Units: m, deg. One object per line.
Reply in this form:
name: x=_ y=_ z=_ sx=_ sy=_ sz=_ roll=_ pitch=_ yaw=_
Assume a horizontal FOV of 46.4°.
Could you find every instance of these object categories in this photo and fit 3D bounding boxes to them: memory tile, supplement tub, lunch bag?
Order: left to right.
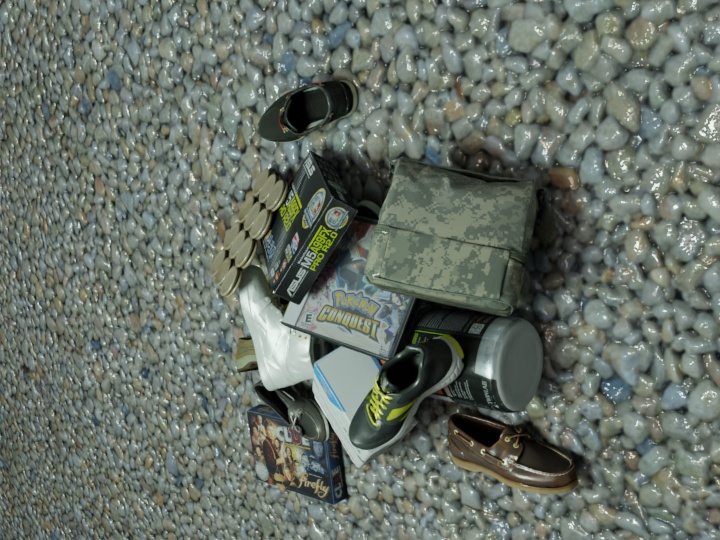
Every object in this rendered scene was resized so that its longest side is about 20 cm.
memory tile: x=-0.176 y=-0.062 z=1.323 sx=0.201 sy=0.017 sz=0.153 roll=-62 pitch=25 yaw=4
lunch bag: x=0.117 y=-0.044 z=1.033 sx=0.199 sy=0.139 sz=0.169 roll=12 pitch=86 yaw=10
supplement tub: x=0.130 y=0.114 z=1.118 sx=0.199 sy=0.122 sz=0.124 roll=6 pitch=106 yaw=41

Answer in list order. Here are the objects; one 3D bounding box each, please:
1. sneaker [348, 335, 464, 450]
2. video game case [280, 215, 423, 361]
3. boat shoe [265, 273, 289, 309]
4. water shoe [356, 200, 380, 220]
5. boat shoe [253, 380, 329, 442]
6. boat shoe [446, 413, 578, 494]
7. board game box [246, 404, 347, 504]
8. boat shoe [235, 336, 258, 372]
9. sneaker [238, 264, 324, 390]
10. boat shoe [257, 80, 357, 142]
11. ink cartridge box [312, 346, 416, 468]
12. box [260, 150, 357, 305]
sneaker: x=0.039 y=0.150 z=1.055 sx=0.200 sy=0.084 sz=0.075 roll=-51 pitch=54 yaw=22
video game case: x=0.000 y=0.017 z=1.159 sx=0.199 sy=0.025 sz=0.182 roll=15 pitch=78 yaw=36
boat shoe: x=-0.121 y=0.023 z=1.364 sx=0.200 sy=0.062 sz=0.074 roll=-29 pitch=83 yaw=44
water shoe: x=0.000 y=0.000 z=1.233 sx=0.071 sy=0.079 sz=0.202 roll=15 pitch=111 yaw=39
boat shoe: x=-0.116 y=0.231 z=1.385 sx=0.200 sy=0.057 sz=0.067 roll=34 pitch=131 yaw=55
boat shoe: x=0.197 y=0.242 z=1.130 sx=0.199 sy=0.070 sz=0.071 roll=6 pitch=111 yaw=42
board game box: x=-0.113 y=0.317 z=1.464 sx=0.199 sy=0.034 sz=0.137 roll=3 pitch=104 yaw=42
boat shoe: x=-0.155 y=0.121 z=1.426 sx=0.199 sy=0.071 sz=0.077 roll=-20 pitch=77 yaw=44
sneaker: x=-0.114 y=0.078 z=1.306 sx=0.115 sy=0.074 sz=0.201 roll=-15 pitch=92 yaw=24
boat shoe: x=-0.095 y=-0.238 z=1.265 sx=0.201 sy=0.063 sz=0.074 roll=-10 pitch=98 yaw=45
ink cartridge box: x=-0.001 y=0.197 z=1.227 sx=0.147 sy=0.086 sz=0.200 roll=57 pitch=168 yaw=13
box: x=-0.081 y=-0.066 z=1.207 sx=0.161 sy=0.044 sz=0.200 roll=-57 pitch=24 yaw=17
